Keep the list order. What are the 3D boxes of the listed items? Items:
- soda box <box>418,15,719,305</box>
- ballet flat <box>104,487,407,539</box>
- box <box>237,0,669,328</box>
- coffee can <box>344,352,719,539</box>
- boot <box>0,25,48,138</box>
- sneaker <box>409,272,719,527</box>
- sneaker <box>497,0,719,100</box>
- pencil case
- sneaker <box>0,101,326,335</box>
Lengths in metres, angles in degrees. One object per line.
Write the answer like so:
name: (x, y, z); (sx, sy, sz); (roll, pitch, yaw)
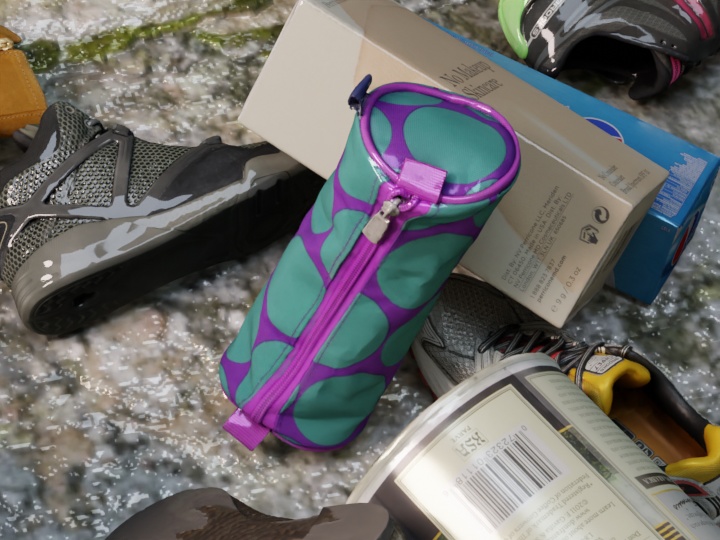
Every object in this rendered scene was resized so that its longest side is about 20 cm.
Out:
soda box: (0.089, -0.063, 1.289); (0.200, 0.068, 0.064); (27, 51, 12)
ballet flat: (-0.048, 0.134, 1.076); (0.200, 0.046, 0.067); (-5, 34, 46)
box: (0.048, -0.063, 1.207); (0.200, 0.078, 0.095); (33, 21, 8)
coffee can: (0.103, 0.156, 1.072); (0.146, 0.146, 0.200); (-30, 62, -28)
boot: (-0.269, -0.122, 1.295); (0.144, 0.071, 0.201); (-14, 46, -34)
sneaker: (0.110, 0.057, 1.190); (0.200, 0.082, 0.078); (34, 56, 19)
sneaker: (0.179, -0.141, 1.372); (0.200, 0.077, 0.084); (-9, 71, -11)
pencil case: (0.000, 0.000, 1.144); (0.085, 0.200, 0.092); (35, 40, 7)
sneaker: (-0.109, -0.052, 1.247); (0.199, 0.076, 0.114); (-23, 65, -18)
